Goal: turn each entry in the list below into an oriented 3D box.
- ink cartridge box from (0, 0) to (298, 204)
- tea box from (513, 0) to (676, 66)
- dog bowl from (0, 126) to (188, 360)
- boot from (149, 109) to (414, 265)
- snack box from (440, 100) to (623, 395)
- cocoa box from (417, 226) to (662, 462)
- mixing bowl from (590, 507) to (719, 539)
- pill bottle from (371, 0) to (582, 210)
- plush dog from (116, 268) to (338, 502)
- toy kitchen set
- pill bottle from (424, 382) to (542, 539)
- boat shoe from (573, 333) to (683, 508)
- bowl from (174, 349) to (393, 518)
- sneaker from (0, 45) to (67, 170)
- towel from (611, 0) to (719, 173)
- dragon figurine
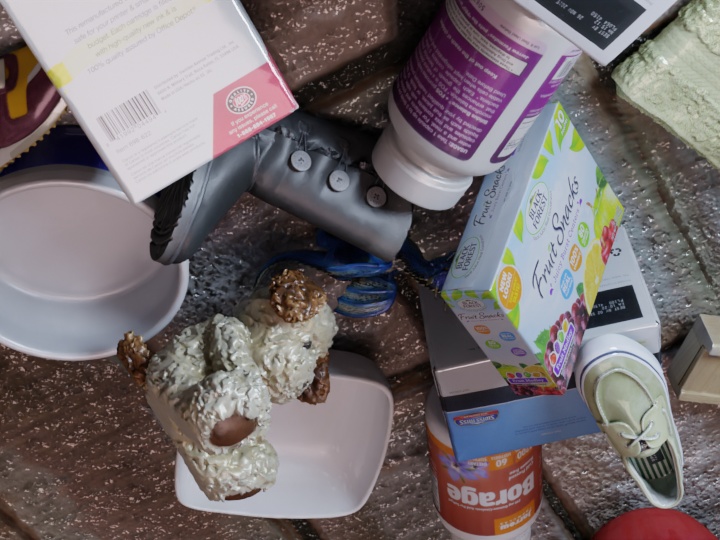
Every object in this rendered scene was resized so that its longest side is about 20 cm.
[{"bbox_3d":[-0.158,-0.175,1.108,0.145,0.083,0.200,-29,112,3],"label":"ink cartridge box"},{"bbox_3d":[0.125,-0.281,1.020,0.200,0.197,0.134,29,123,-29],"label":"tea box"},{"bbox_3d":[-0.246,-0.021,1.286,0.199,0.079,0.201,-4,131,-4],"label":"dog bowl"},{"bbox_3d":[-0.057,-0.052,1.242,0.199,0.166,0.066,23,170,-26],"label":"boot"},{"bbox_3d":[0.146,-0.018,1.257,0.053,0.201,0.142,-5,139,37],"label":"snack box"},{"bbox_3d":[0.163,0.068,1.375,0.199,0.134,0.132,-12,133,3],"label":"cocoa box"},{"bbox_3d":[0.316,0.329,1.641,0.199,0.109,0.201,-3,131,-3],"label":"mixing bowl"},{"bbox_3d":[0.090,-0.147,1.193,0.112,0.113,0.200,19,126,-22],"label":"pill bottle"},{"bbox_3d":[-0.096,0.078,1.290,0.171,0.161,0.200,-33,156,-18],"label":"plush dog"},{"bbox_3d":[0.428,0.105,1.408,0.199,0.181,0.164,7,129,-18],"label":"toy kitchen set"},{"bbox_3d":[0.124,0.196,1.499,0.112,0.112,0.201,-8,132,0],"label":"pill bottle"},{"bbox_3d":[0.242,0.131,1.311,0.072,0.062,0.200,-25,132,13],"label":"boat shoe"},{"bbox_3d":[-0.075,0.145,1.456,0.199,0.075,0.200,5,131,-10],"label":"bowl"},{"bbox_3d":[-0.302,-0.129,1.186,0.200,0.075,0.090,-38,130,23],"label":"sneaker"},{"bbox_3d":[0.321,-0.153,1.265,0.200,0.037,0.148,31,121,-29],"label":"towel"},{"bbox_3d":[0.000,0.000,1.319,0.199,0.100,0.059,-10,131,2],"label":"dragon figurine"}]
